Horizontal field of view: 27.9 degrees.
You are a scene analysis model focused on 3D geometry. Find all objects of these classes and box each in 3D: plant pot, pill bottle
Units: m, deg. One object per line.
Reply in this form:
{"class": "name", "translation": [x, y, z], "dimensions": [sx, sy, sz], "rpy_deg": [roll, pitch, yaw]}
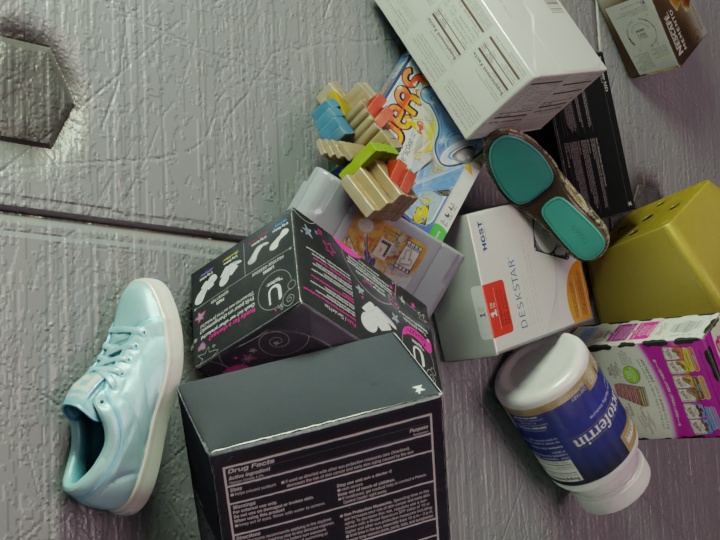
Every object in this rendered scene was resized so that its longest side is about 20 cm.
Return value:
{"class": "plant pot", "translation": [0.402, 0.007, 1.812], "dimensions": [0.200, 0.200, 0.177], "rpy_deg": [-40, 101, -45]}
{"class": "pill bottle", "translation": [0.246, 0.177, 1.650], "dimensions": [0.200, 0.116, 0.116], "rpy_deg": [55, 47, -26]}

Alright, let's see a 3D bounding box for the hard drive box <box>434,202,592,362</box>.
{"class": "hard drive box", "translation": [0.163, 0.004, 1.620], "dimensions": [0.200, 0.077, 0.156], "rpy_deg": [-16, 94, -48]}

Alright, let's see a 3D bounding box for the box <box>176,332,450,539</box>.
{"class": "box", "translation": [-0.036, 0.181, 1.224], "dimensions": [0.200, 0.123, 0.199], "rpy_deg": [-13, 119, -16]}

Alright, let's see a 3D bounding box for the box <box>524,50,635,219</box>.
{"class": "box", "translation": [0.246, -0.154, 1.741], "dimensions": [0.141, 0.079, 0.200], "rpy_deg": [-14, 93, -46]}

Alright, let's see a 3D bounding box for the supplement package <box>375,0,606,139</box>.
{"class": "supplement package", "translation": [0.137, -0.256, 1.556], "dimensions": [0.156, 0.111, 0.200], "rpy_deg": [-14, 68, -51]}

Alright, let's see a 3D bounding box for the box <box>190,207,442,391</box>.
{"class": "box", "translation": [-0.041, 0.061, 1.319], "dimensions": [0.200, 0.132, 0.115], "rpy_deg": [36, 32, -38]}

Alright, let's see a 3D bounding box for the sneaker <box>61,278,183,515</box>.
{"class": "sneaker", "translation": [-0.201, 0.097, 1.195], "dimensions": [0.082, 0.074, 0.200], "rpy_deg": [22, 66, -47]}

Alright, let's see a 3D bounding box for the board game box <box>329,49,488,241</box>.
{"class": "board game box", "translation": [0.063, -0.130, 1.534], "dimensions": [0.135, 0.034, 0.200], "rpy_deg": [39, 53, -14]}

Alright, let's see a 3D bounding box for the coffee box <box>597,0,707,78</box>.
{"class": "coffee box", "translation": [0.374, -0.372, 1.924], "dimensions": [0.114, 0.080, 0.200], "rpy_deg": [-45, 115, -43]}

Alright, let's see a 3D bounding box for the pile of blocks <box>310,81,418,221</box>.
{"class": "pile of blocks", "translation": [0.003, -0.133, 1.399], "dimensions": [0.082, 0.062, 0.200], "rpy_deg": [25, 29, -41]}

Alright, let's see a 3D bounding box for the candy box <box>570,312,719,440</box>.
{"class": "candy box", "translation": [0.348, 0.128, 1.710], "dimensions": [0.061, 0.200, 0.137], "rpy_deg": [-42, 115, -43]}

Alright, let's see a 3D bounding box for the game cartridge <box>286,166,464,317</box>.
{"class": "game cartridge", "translation": [0.000, 0.000, 1.421], "dimensions": [0.200, 0.042, 0.133], "rpy_deg": [29, 88, -35]}

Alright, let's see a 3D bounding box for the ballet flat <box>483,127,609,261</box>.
{"class": "ballet flat", "translation": [0.198, -0.091, 1.588], "dimensions": [0.200, 0.068, 0.075], "rpy_deg": [44, 20, -24]}
